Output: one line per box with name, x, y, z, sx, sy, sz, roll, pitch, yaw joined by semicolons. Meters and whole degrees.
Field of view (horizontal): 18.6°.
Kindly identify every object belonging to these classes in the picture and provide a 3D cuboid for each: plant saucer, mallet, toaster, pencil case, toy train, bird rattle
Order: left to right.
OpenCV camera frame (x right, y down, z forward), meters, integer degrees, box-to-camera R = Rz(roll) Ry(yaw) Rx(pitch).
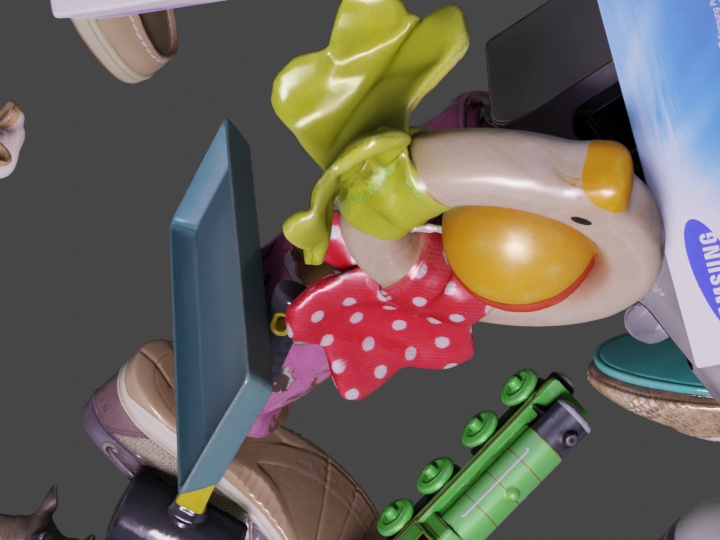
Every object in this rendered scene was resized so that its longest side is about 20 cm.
plant saucer;-0.063;0.013;0.987;0.019;0.200;0.070;19;122;-20
mallet;-0.054;0.081;1.021;0.066;0.041;0.200;31;131;-7
pencil case;0.000;0.000;1.035;0.200;0.083;0.086;-35;127;24
toy train;0.038;0.128;1.078;0.200;0.056;0.042;-46;115;-2
bird rattle;0.039;-0.008;0.877;0.162;0.113;0.200;5;145;15
toaster;0.177;-0.062;0.956;0.199;0.119;0.181;-31;113;22

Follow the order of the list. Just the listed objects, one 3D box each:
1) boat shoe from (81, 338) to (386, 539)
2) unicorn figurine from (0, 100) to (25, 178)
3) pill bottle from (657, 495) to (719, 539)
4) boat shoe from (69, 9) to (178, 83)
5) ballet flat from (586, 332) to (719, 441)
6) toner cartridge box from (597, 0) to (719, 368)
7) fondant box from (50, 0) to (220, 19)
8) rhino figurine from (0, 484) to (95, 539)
boat shoe;-0.058;0.117;1.123;0.065;0.072;0.200;-31;116;36
unicorn figurine;-0.222;-0.032;1.053;0.200;0.074;0.137;35;128;-17
pill bottle;0.178;0.185;1.103;0.112;0.112;0.200;33;119;-12
boat shoe;-0.106;-0.178;0.955;0.065;0.072;0.201;-8;113;13
ballet flat;0.210;0.059;1.052;0.199;0.071;0.066;-5;123;12
toner cartridge box;0.155;-0.063;0.864;0.094;0.043;0.201;-12;118;15
fondant box;-0.059;-0.207;0.855;0.143;0.058;0.201;-5;94;24
rhino figurine;-0.212;0.170;1.176;0.199;0.060;0.088;-19;114;15
